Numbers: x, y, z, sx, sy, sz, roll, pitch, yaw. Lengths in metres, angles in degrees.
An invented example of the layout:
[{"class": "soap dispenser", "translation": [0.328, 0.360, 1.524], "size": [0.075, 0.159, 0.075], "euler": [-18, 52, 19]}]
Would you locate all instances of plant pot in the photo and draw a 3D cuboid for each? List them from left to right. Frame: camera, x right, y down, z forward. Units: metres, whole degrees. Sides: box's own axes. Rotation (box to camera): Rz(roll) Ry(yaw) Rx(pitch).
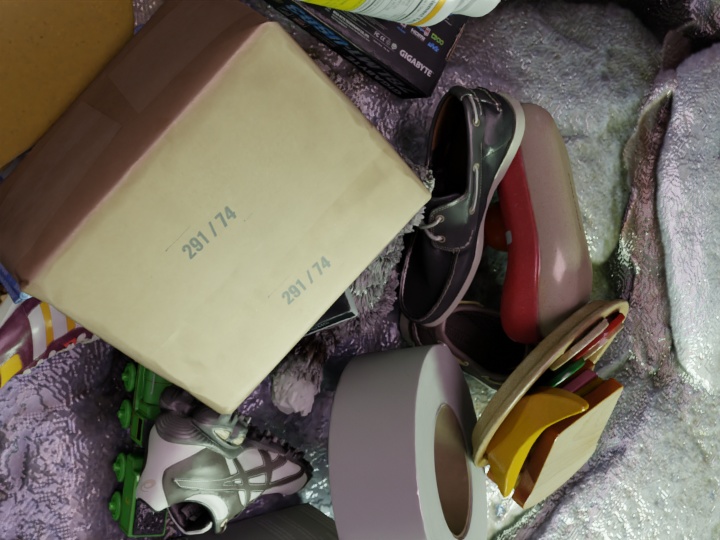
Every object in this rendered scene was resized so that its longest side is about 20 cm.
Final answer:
[{"class": "plant pot", "translation": [-0.245, -0.170, 0.628], "size": [0.194, 0.195, 0.201], "euler": [-38, 115, -20]}]

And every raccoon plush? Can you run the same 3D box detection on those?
[{"class": "raccoon plush", "translation": [0.000, 0.000, 0.785], "size": [0.096, 0.134, 0.201], "euler": [14, 52, -12]}]

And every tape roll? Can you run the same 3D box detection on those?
[{"class": "tape roll", "translation": [0.043, 0.161, 0.833], "size": [0.202, 0.070, 0.204], "euler": [-10, 90, -70]}]

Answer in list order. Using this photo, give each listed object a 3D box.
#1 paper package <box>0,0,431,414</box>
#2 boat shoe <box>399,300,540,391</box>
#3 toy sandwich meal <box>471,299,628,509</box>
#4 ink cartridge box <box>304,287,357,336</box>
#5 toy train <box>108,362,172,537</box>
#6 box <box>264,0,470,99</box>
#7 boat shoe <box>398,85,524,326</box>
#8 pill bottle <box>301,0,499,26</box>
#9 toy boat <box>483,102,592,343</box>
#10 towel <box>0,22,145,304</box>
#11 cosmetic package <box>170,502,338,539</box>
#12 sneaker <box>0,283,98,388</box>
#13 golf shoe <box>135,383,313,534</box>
[{"class": "paper package", "translation": [-0.090, -0.040, 0.638], "size": [0.200, 0.103, 0.191], "euler": [-48, 134, -1]}, {"class": "boat shoe", "translation": [0.129, 0.072, 0.942], "size": [0.199, 0.059, 0.072], "euler": [24, 84, -29]}, {"class": "toy sandwich meal", "translation": [0.169, 0.113, 0.869], "size": [0.205, 0.070, 0.206], "euler": [-39, 158, -19]}, {"class": "ink cartridge box", "translation": [-0.081, -0.045, 0.757], "size": [0.099, 0.039, 0.201], "euler": [-22, 80, 5]}, {"class": "toy train", "translation": [-0.157, 0.102, 0.788], "size": [0.041, 0.056, 0.202], "euler": [5, 94, -29]}, {"class": "box", "translation": [0.017, -0.274, 0.842], "size": [0.199, 0.050, 0.200], "euler": [29, 81, -28]}, {"class": "boat shoe", "translation": [0.065, -0.050, 0.843], "size": [0.067, 0.072, 0.202], "euler": [0, 114, -47]}, {"class": "pill bottle", "translation": [0.010, -0.240, 0.755], "size": [0.198, 0.109, 0.110], "euler": [5, 94, -28]}, {"class": "toy boat", "translation": [0.121, -0.035, 0.897], "size": [0.130, 0.130, 0.202], "euler": [33, 47, -66]}, {"class": "towel", "translation": [-0.184, -0.081, 0.717], "size": [0.199, 0.024, 0.147], "euler": [-35, 69, -19]}, {"class": "cosmetic package", "translation": [-0.102, 0.254, 0.810], "size": [0.198, 0.107, 0.091], "euler": [-12, 102, -26]}, {"class": "sneaker", "translation": [-0.215, 0.038, 0.736], "size": [0.090, 0.075, 0.201], "euler": [35, 80, -23]}, {"class": "golf shoe", "translation": [-0.105, 0.151, 0.781], "size": [0.095, 0.077, 0.200], "euler": [-64, 149, -11]}]
